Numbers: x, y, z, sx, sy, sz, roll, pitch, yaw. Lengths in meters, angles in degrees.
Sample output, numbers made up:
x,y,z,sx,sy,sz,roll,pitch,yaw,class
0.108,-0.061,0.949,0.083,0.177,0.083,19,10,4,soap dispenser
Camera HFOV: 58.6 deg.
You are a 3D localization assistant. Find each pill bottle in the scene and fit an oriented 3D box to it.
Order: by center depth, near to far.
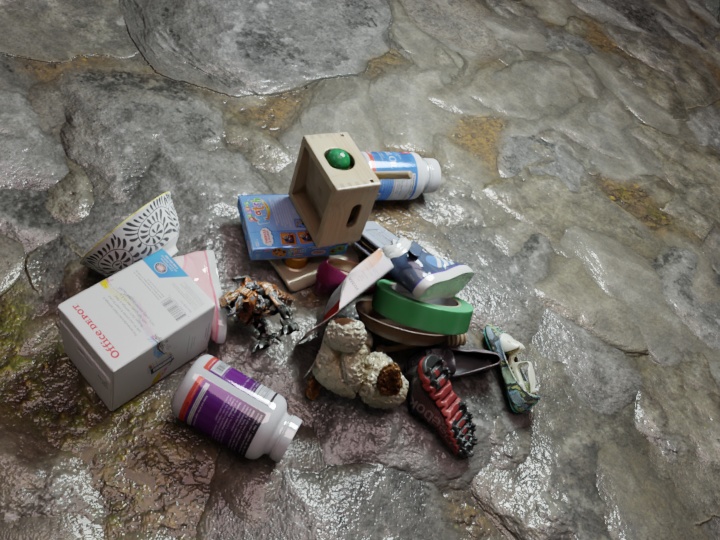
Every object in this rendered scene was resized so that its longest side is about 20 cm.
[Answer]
x,y,z,sx,sy,sz,roll,pitch,yaw,class
-0.199,0.231,1.049,0.198,0.113,0.113,30,49,2,pill bottle
0.084,-0.223,1.509,0.197,0.113,0.113,-5,56,-25,pill bottle

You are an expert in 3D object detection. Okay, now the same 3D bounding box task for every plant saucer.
x,y,z,sx,sy,sz,roll,pitch,yaw,class
0.081,0.105,1.251,0.198,0.037,0.201,13,11,-3,plant saucer

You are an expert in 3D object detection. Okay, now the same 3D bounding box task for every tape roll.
x,y,z,sx,sy,sz,roll,pitch,yaw,class
0.121,0.069,1.266,0.198,0.049,0.201,13,11,-3,tape roll

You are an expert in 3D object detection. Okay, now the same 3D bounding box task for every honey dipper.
x,y,z,sx,sy,sz,roll,pitch,yaw,class
0.121,0.146,1.294,0.197,0.038,0.038,-5,56,-21,honey dipper

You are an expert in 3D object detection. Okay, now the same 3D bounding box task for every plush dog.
x,y,z,sx,sy,sz,roll,pitch,yaw,class
0.006,0.188,1.147,0.170,0.200,0.162,25,82,11,plush dog

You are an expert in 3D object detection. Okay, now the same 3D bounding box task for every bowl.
x,y,z,sx,sy,sz,roll,pitch,yaw,class
-0.394,-0.043,1.158,0.095,0.200,0.201,51,49,-11,bowl

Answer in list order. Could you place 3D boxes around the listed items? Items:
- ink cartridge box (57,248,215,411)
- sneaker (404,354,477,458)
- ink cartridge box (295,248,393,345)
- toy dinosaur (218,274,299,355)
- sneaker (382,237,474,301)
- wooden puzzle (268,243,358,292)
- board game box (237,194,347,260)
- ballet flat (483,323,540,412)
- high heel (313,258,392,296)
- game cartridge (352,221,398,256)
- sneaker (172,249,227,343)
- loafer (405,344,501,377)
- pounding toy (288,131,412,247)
x,y,z,sx,sy,sz,roll,pitch,yaw,class
-0.368,0.097,1.063,0.147,0.145,0.199,44,51,15,ink cartridge box
0.144,0.258,1.194,0.071,0.097,0.202,-27,90,-48,sneaker
-0.043,0.051,1.183,0.199,0.162,0.050,-35,86,-19,ink cartridge box
-0.174,0.064,1.175,0.199,0.102,0.137,-19,78,-44,toy dinosaur
0.125,-0.017,1.252,0.199,0.081,0.147,-9,51,-51,sneaker
-0.120,-0.069,1.353,0.184,0.046,0.201,-22,65,-33,wooden puzzle
-0.141,-0.093,1.315,0.197,0.037,0.152,-3,52,-23,board game box
0.315,0.188,1.311,0.073,0.074,0.202,-3,59,-24,ballet flat
0.000,0.000,1.315,0.198,0.097,0.068,-17,61,-31,high heel
0.069,-0.036,1.368,0.199,0.041,0.133,40,26,22,game cartridge
-0.305,0.051,1.173,0.103,0.076,0.202,-5,54,-22,sneaker
0.186,0.178,1.264,0.197,0.063,0.073,-1,77,-24,loafer
-0.027,-0.167,1.259,0.141,0.201,0.185,-11,55,-30,pounding toy
